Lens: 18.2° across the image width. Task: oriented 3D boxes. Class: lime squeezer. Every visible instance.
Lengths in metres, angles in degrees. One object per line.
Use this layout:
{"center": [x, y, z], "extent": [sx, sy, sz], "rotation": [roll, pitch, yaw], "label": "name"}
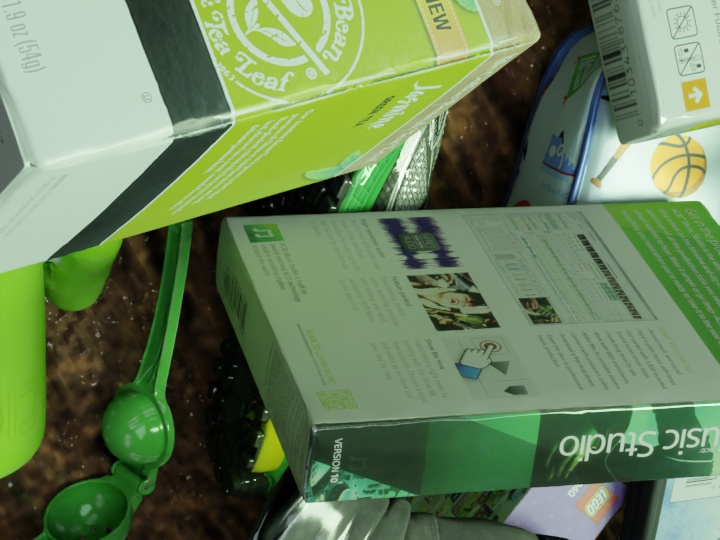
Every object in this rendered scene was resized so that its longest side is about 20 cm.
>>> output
{"center": [-0.109, 0.072, 0.906], "extent": [0.071, 0.038, 0.200], "rotation": [34, 88, -37], "label": "lime squeezer"}

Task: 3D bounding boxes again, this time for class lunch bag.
{"center": [0.161, -0.019, 0.952], "extent": [0.199, 0.076, 0.161], "rotation": [14, 94, -19], "label": "lunch bag"}

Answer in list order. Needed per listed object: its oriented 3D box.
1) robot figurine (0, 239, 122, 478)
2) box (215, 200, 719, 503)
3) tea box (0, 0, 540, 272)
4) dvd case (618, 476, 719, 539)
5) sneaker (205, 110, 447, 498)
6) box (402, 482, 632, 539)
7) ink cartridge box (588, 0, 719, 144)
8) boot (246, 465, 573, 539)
{"center": [-0.176, 0.008, 0.834], "extent": [0.175, 0.116, 0.201], "rotation": [-4, 104, -14], "label": "robot figurine"}
{"center": [0.059, 0.025, 0.815], "extent": [0.199, 0.144, 0.036], "rotation": [-3, 121, -15], "label": "box"}
{"center": [-0.080, -0.124, 0.762], "extent": [0.196, 0.134, 0.201], "rotation": [-18, 82, -31], "label": "tea box"}
{"center": [0.187, 0.105, 0.896], "extent": [0.199, 0.018, 0.143], "rotation": [-4, 115, -28], "label": "dvd case"}
{"center": [0.000, 0.000, 0.915], "extent": [0.085, 0.078, 0.201], "rotation": [8, 109, -25], "label": "sneaker"}
{"center": [0.013, 0.137, 0.910], "extent": [0.039, 0.137, 0.200], "rotation": [38, 91, -20], "label": "box"}
{"center": [0.175, -0.166, 0.904], "extent": [0.199, 0.047, 0.199], "rotation": [-12, 88, -24], "label": "ink cartridge box"}
{"center": [-0.004, 0.173, 0.813], "extent": [0.131, 0.070, 0.201], "rotation": [16, 87, -16], "label": "boot"}
